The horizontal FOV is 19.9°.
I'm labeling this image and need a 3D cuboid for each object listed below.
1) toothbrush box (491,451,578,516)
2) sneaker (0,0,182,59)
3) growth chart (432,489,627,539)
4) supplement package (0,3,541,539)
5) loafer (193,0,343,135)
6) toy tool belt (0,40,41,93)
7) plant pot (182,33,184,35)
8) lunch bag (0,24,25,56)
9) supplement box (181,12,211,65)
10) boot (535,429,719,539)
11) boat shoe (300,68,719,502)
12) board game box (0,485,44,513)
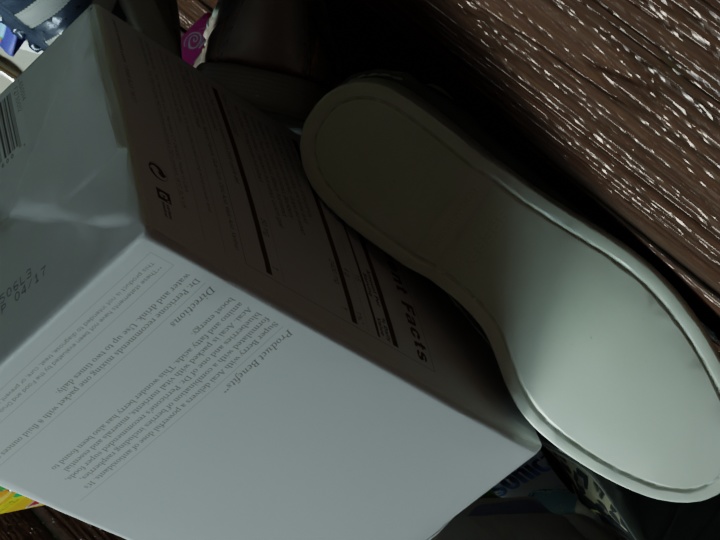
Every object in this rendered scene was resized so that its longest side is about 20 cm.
[{"bbox_3d":[0.131,0.160,0.970,0.200,0.085,0.146,37,-152,22],"label":"toothbrush box"},{"bbox_3d":[-0.115,-0.107,0.760,0.200,0.084,0.075,78,180,-45],"label":"sneaker"},{"bbox_3d":[0.040,0.122,0.855,0.200,0.018,0.145,3,-155,-20],"label":"growth chart"},{"bbox_3d":[-0.053,0.022,0.743,0.200,0.121,0.120,32,-153,-39],"label":"supplement package"},{"bbox_3d":[-0.035,-0.090,0.848,0.072,0.063,0.200,11,-178,-4],"label":"loafer"},{"bbox_3d":[-0.182,-0.163,1.016,0.200,0.125,0.123,44,168,4],"label":"toy tool belt"},{"bbox_3d":[-0.126,-0.064,1.392,0.200,0.134,0.200,42,175,4],"label":"plant pot"},{"bbox_3d":[-0.167,-0.201,0.856,0.151,0.094,0.200,44,164,4],"label":"lunch bag"},{"bbox_3d":[-0.043,-0.032,1.139,0.200,0.103,0.101,45,177,-43],"label":"supplement box"},{"bbox_3d":[0.144,0.091,0.832,0.204,0.074,0.154,37,179,38],"label":"boot"},{"bbox_3d":[0.066,0.000,0.745,0.200,0.073,0.062,42,-159,1],"label":"boat shoe"},{"bbox_3d":[-0.112,0.041,0.795,0.096,0.030,0.200,58,-158,15],"label":"board game box"}]
